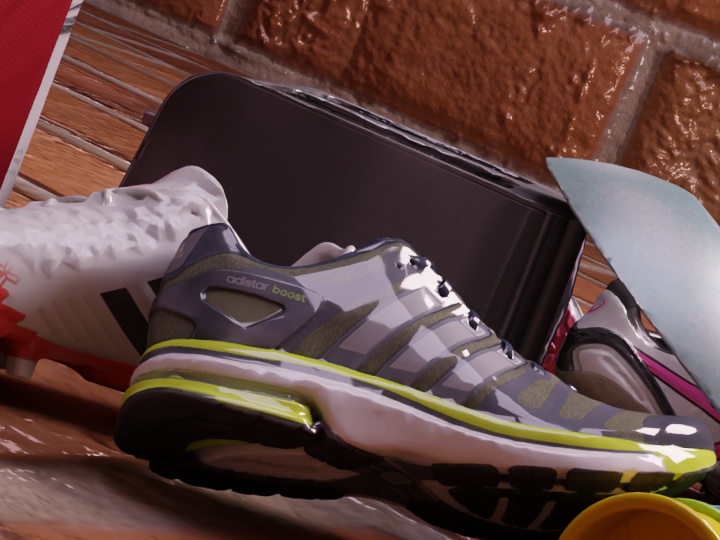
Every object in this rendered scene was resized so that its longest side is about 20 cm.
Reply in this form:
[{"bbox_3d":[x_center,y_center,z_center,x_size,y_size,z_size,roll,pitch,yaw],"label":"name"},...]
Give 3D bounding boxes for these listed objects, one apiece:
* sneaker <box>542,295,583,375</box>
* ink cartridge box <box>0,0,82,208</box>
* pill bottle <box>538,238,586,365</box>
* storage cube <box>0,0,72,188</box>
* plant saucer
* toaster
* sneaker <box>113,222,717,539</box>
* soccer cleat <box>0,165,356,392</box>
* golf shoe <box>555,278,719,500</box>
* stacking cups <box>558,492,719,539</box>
[{"bbox_3d":[0.064,0.011,1.238,0.075,0.081,0.200,21,6,-35],"label":"sneaker"},{"bbox_3d":[-0.204,-0.141,1.018,0.146,0.200,0.086,24,8,14],"label":"ink cartridge box"},{"bbox_3d":[-0.002,-0.016,1.091,0.200,0.112,0.112,21,6,-6],"label":"pill bottle"},{"bbox_3d":[-0.228,-0.124,0.885,0.200,0.180,0.171,23,6,15],"label":"storage cube"},{"bbox_3d":[0.146,0.026,0.865,0.201,0.039,0.201,51,8,-11],"label":"plant saucer"},{"bbox_3d":[0.000,0.000,0.927,0.200,0.119,0.181,24,7,8],"label":"toaster"},{"bbox_3d":[0.024,0.033,0.715,0.200,0.081,0.074,14,-28,-20],"label":"sneaker"},{"bbox_3d":[-0.086,-0.001,0.739,0.200,0.085,0.069,21,-6,-30],"label":"soccer cleat"},{"bbox_3d":[0.187,0.072,1.107,0.200,0.092,0.073,22,4,-23],"label":"golf shoe"},{"bbox_3d":[0.126,0.107,0.756,0.060,0.061,0.200,26,5,27],"label":"stacking cups"}]
